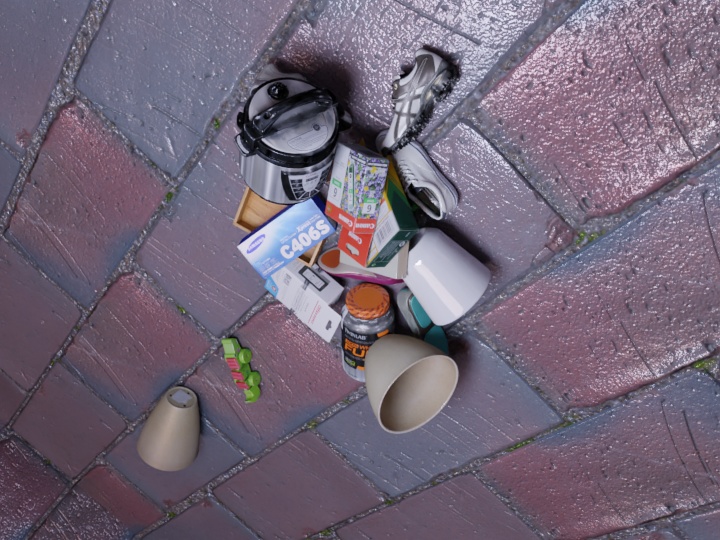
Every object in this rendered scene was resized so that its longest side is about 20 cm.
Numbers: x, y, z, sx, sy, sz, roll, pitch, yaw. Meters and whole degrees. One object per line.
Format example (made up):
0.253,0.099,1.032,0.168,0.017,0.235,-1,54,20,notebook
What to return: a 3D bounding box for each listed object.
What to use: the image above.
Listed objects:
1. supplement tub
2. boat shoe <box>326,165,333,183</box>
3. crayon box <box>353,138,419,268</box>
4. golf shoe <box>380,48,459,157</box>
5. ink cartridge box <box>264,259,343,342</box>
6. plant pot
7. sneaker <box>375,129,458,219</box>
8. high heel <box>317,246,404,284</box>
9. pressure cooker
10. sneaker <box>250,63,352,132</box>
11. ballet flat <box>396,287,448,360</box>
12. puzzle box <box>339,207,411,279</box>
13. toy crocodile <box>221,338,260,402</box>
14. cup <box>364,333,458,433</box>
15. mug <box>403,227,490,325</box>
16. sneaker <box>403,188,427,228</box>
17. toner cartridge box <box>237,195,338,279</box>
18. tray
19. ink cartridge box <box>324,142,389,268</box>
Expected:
0.016,0.138,1.566,0.120,0.123,0.203,13,129,19,supplement tub
-0.119,-0.180,1.380,0.196,0.071,0.071,-16,132,-5,boat shoe
0.026,-0.124,1.305,0.126,0.051,0.203,-47,55,47,crayon box
0.084,-0.293,1.239,0.094,0.078,0.201,43,118,8,golf shoe
-0.112,0.052,1.577,0.199,0.068,0.117,41,142,10,ink cartridge box
-0.550,0.448,2.084,0.185,0.187,0.202,25,118,8,plant pot
0.102,-0.179,1.315,0.200,0.071,0.073,42,133,-3,sneaker
0.000,0.000,1.522,0.198,0.068,0.096,11,162,40,high heel
-0.127,-0.231,1.225,0.176,0.178,0.201,17,151,-4,pressure cooker
-0.103,-0.323,1.319,0.197,0.082,0.075,22,149,-14,sneaker
0.136,0.121,1.541,0.063,0.067,0.202,14,134,55,ballet flat
0.026,-0.066,1.375,0.199,0.025,0.136,18,106,54,puzzle box
-0.320,0.264,1.882,0.066,0.062,0.203,0,123,27,toy crocodile
0.086,0.216,1.484,0.143,0.198,0.203,47,147,44,cup
0.137,0.007,1.378,0.153,0.150,0.186,44,134,-14,mug
0.058,-0.095,1.415,0.200,0.077,0.086,-38,66,48,sneaker
-0.152,-0.074,1.474,0.199,0.043,0.095,-33,107,19,toner cartridge box
-0.169,-0.100,1.526,0.198,0.037,0.100,29,112,5,tray
-0.015,-0.118,1.275,0.109,0.050,0.203,36,120,50,ink cartridge box
